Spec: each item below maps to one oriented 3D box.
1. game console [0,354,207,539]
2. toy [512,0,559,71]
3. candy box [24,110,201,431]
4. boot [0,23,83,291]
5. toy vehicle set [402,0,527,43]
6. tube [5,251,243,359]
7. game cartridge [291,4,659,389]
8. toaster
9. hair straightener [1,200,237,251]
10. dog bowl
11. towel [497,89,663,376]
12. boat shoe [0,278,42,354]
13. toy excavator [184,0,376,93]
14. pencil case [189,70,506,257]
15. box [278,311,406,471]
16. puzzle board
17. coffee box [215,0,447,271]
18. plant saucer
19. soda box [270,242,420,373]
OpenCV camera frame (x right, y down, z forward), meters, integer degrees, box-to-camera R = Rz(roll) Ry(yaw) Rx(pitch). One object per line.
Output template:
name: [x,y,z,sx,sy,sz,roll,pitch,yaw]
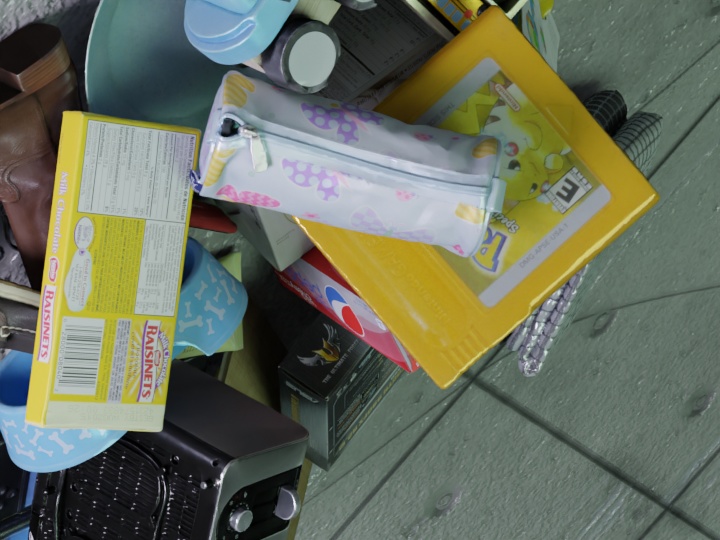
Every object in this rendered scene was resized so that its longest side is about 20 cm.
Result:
game console: [-0.183,0.177,1.800,0.200,0.116,0.176,-24,150,-31]
toy: [0.114,-0.149,1.749,0.047,0.200,0.115,-8,132,17]
candy box: [-0.159,0.002,1.540,0.102,0.026,0.201,6,92,-48]
boot: [-0.231,-0.033,1.549,0.186,0.064,0.200,-36,135,-20]
toy vehicle set: [0.050,-0.249,1.619,0.124,0.027,0.200,-49,122,2]
tube: [-0.164,0.043,1.747,0.200,0.052,0.058,-16,153,-39]
game cartridge: [0.073,-0.049,1.622,0.200,0.176,0.032,-42,-175,-3]
toaster: [-0.143,0.172,1.695,0.119,0.200,0.181,-9,117,-50]
hair straightener: [-0.175,-0.021,1.672,0.200,0.041,0.077,8,119,-51]
dog bowl: [-0.169,0.051,1.627,0.200,0.111,0.050,-43,124,-19]
towel: [0.160,-0.035,1.941,0.200,0.085,0.166,-67,170,27]
boat shoe: [-0.266,0.034,1.538,0.200,0.072,0.066,20,70,-25]
toy excavator: [-0.069,-0.235,1.485,0.200,0.100,0.195,35,85,-41]
pencil case: [-0.007,-0.069,1.556,0.091,0.199,0.083,123,-21,-70]
box: [0.014,0.044,1.869,0.200,0.048,0.158,-51,166,-19]
puzzle board: [-0.080,0.131,1.889,0.200,0.017,0.151,58,40,-55]
coffee box: [-0.014,-0.110,1.721,0.200,0.080,0.114,-36,145,-15]
plant saucer: [-0.108,-0.155,1.585,0.201,0.039,0.202,-22,126,-33]
soda box: [0.000,0.000,1.739,0.070,0.200,0.064,-37,123,-14]
